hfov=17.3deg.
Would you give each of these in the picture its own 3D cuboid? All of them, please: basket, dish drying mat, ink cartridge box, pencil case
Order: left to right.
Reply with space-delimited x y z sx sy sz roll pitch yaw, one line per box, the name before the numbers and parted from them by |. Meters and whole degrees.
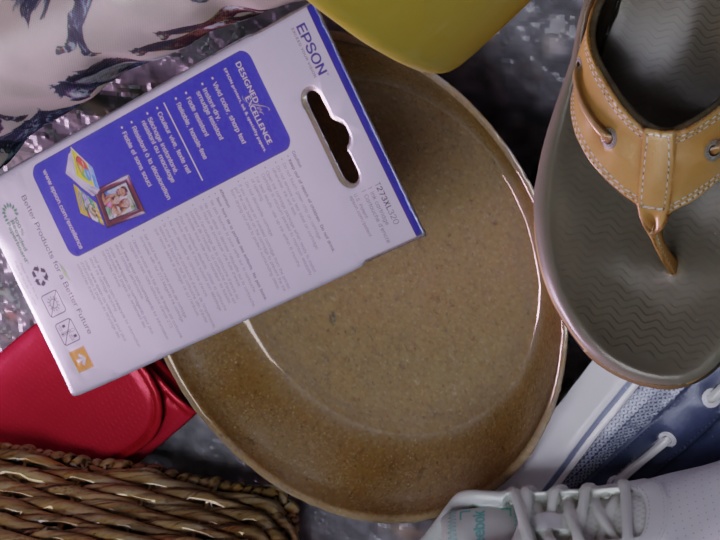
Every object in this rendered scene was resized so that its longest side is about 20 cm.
dish drying mat | -0.161 0.086 1.062 0.200 0.018 0.077 -38 99 32
basket | -0.134 0.174 1.009 0.199 0.149 0.143 9 125 7
pencil case | -0.097 -0.105 0.903 0.199 0.089 0.078 -25 78 29
ink cartridge box | -0.060 -0.026 0.912 0.199 0.037 0.095 -24 93 40

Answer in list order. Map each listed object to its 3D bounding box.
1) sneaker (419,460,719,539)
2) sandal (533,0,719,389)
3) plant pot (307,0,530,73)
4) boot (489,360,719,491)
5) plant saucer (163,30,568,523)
sneaker | 0.075 0.113 0.878 0.200 0.071 0.080 -30 118 27
sandal | 0.102 -0.062 0.753 0.080 0.054 0.201 14 97 11
plant pot | 0.027 -0.199 0.750 0.189 0.201 0.201 -43 97 16
boot | 0.111 0.081 0.924 0.090 0.073 0.200 38 122 5
plant saucer | 0.000 0.000 0.926 0.199 0.035 0.201 12 114 29
